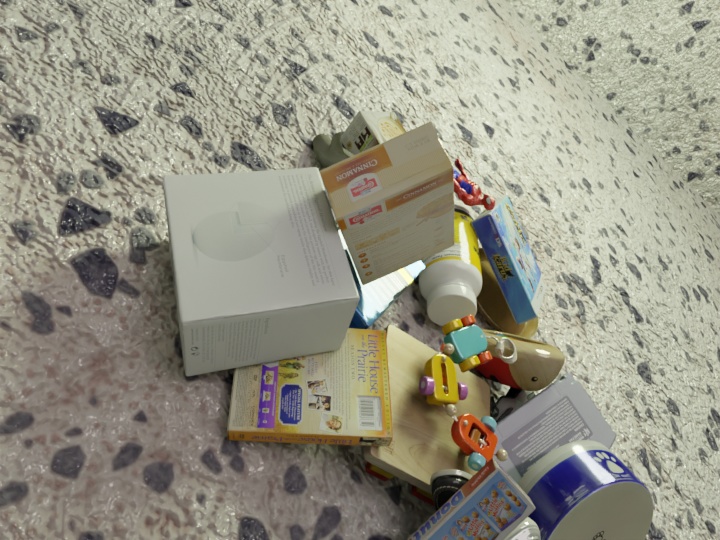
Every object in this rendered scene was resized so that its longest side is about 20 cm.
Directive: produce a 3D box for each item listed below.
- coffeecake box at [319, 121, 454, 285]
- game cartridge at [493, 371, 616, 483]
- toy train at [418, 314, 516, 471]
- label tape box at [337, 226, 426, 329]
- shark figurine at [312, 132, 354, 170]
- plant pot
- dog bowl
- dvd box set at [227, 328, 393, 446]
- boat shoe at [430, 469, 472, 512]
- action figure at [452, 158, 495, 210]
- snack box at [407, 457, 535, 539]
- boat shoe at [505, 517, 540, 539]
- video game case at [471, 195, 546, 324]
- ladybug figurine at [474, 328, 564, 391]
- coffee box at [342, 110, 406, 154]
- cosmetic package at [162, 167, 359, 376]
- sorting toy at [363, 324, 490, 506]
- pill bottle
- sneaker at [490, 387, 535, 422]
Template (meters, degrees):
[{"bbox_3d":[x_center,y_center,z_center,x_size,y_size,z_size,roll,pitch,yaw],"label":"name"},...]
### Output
[{"bbox_3d":[0.044,-0.078,0.743,0.149,0.201,0.075,-23,64,-1],"label":"coffeecake box"},{"bbox_3d":[0.278,0.261,0.840,0.196,0.041,0.135,-28,68,-15],"label":"game cartridge"},{"bbox_3d":[0.146,0.164,0.780,0.148,0.056,0.203,36,50,-9],"label":"toy train"},{"bbox_3d":[0.000,0.000,0.883,0.145,0.063,0.199,49,41,3],"label":"label tape box"},{"bbox_3d":[-0.009,-0.198,0.960,0.208,0.091,0.130,15,49,19],"label":"shark figurine"},{"bbox_3d":[0.276,0.049,1.117,0.196,0.027,0.205,24,45,-27],"label":"plant pot"},{"bbox_3d":[0.294,0.340,0.764,0.195,0.205,0.079,19,14,-29],"label":"dog bowl"},{"bbox_3d":[-0.059,0.136,0.694,0.192,0.030,0.150,5,52,-10],"label":"dvd box set"},{"bbox_3d":[0.132,0.324,0.693,0.061,0.071,0.204,-71,146,-50],"label":"boat shoe"},{"bbox_3d":[0.163,-0.174,1.018,0.199,0.052,0.065,43,34,14],"label":"action figure"},{"bbox_3d":[0.104,0.310,0.641,0.072,0.200,0.024,45,3,-11],"label":"snack box"},{"bbox_3d":[0.153,0.380,0.642,0.199,0.068,0.073,-41,122,-19],"label":"boat shoe"},{"bbox_3d":[0.287,-0.027,1.068,0.205,0.044,0.181,64,27,-5],"label":"video game case"},{"bbox_3d":[0.240,0.144,0.914,0.131,0.199,0.075,9,91,-25],"label":"ladybug figurine"},{"bbox_3d":[0.061,-0.200,1.082,0.112,0.080,0.204,-13,68,-45],"label":"coffee box"},{"bbox_3d":[-0.126,-0.005,0.682,0.193,0.124,0.204,-7,57,-19],"label":"cosmetic package"},{"bbox_3d":[0.087,0.215,0.787,0.196,0.070,0.203,31,43,-18],"label":"sorting toy"},{"bbox_3d":[0.157,-0.009,0.992,0.110,0.112,0.205,26,45,-22],"label":"pill bottle"},{"bbox_3d":[0.293,0.239,0.942,0.195,0.078,0.144,12,52,-35],"label":"sneaker"}]
